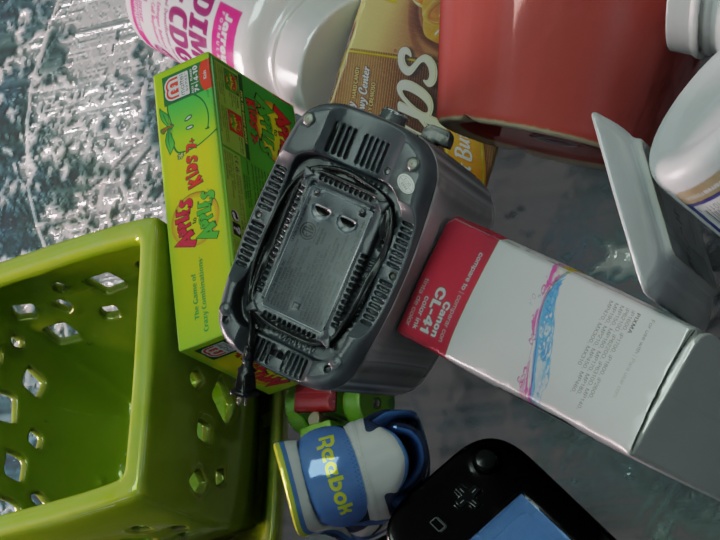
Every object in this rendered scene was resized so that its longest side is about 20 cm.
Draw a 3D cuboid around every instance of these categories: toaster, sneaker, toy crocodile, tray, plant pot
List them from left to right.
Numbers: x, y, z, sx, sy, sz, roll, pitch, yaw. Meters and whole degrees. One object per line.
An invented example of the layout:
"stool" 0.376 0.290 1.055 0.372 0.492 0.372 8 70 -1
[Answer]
"plant pot" -0.158 0.103 1.750 0.199 0.181 0.200 -16 60 33
"toy crocodile" -0.013 0.046 1.741 0.067 0.062 0.200 -4 66 38
"toaster" 0.000 0.000 1.621 0.114 0.129 0.200 23 94 29
"sneaker" 0.011 0.124 1.612 0.082 0.200 0.074 -20 85 12
"plant pot" 0.136 -0.162 1.646 0.200 0.200 0.178 9 85 41
"tray" 0.176 -0.027 1.522 0.022 0.200 0.108 -17 77 14

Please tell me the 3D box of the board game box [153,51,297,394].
"board game box" -0.079 -0.031 1.713 0.048 0.102 0.200 -21 61 26

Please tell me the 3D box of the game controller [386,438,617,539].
"game controller" 0.110 0.188 1.526 0.104 0.042 0.200 -36 69 -29

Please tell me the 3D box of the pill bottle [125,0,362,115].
"pill bottle" -0.067 -0.177 1.857 0.200 0.113 0.113 30 89 43

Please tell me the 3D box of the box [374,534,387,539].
"box" 0.050 0.247 1.603 0.200 0.047 0.193 -28 52 27

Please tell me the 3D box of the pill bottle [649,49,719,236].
"pill bottle" 0.266 -0.035 1.446 0.116 0.200 0.116 -47 15 17

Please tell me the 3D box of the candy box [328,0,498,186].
"candy box" 0.043 -0.124 1.741 0.115 0.055 0.200 18 79 -3

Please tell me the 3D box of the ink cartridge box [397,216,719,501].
"ink cartridge box" 0.144 0.055 1.550 0.200 0.148 0.086 29 92 44

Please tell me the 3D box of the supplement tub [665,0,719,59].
"supplement tub" 0.285 -0.167 1.501 0.200 0.145 0.145 12 75 13
